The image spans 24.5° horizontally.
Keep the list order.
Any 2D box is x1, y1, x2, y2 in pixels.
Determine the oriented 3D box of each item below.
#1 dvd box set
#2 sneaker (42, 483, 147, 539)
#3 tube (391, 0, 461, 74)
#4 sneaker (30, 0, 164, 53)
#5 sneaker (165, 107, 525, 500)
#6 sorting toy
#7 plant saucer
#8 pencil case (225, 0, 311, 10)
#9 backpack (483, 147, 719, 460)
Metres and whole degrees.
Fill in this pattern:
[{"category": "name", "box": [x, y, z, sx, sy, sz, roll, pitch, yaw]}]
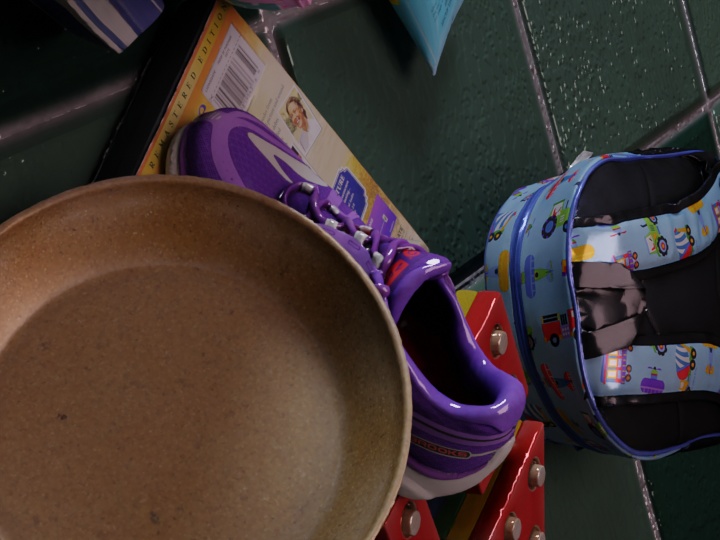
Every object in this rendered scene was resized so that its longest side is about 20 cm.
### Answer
[{"category": "dvd box set", "box": [-0.045, -0.011, 0.794, 0.200, 0.029, 0.148, 48, 49, -39]}, {"category": "sneaker", "box": [-0.106, 0.185, 0.648, 0.086, 0.074, 0.203, -6, 86, -42]}, {"category": "tube", "box": [0.010, -0.203, 0.883, 0.201, 0.050, 0.078, 55, 48, -39]}, {"category": "sneaker", "box": [-0.122, -0.190, 0.647, 0.115, 0.080, 0.200, -44, 123, -11]}, {"category": "sneaker", "box": [0.000, 0.000, 0.709, 0.200, 0.084, 0.080, 47, 48, 8]}, {"category": "sorting toy", "box": [0.032, 0.126, 0.807, 0.201, 0.069, 0.200, -60, 143, -40]}, {"category": "plant saucer", "box": [-0.079, 0.058, 0.645, 0.036, 0.198, 0.202, 97, 8, -61]}, {"category": "pencil case", "box": [-0.039, -0.149, 0.664, 0.200, 0.086, 0.089, -117, -166, -83]}, {"category": "backpack", "box": [0.138, 0.023, 0.949, 0.199, 0.133, 0.185, -7, 90, -54]}]
